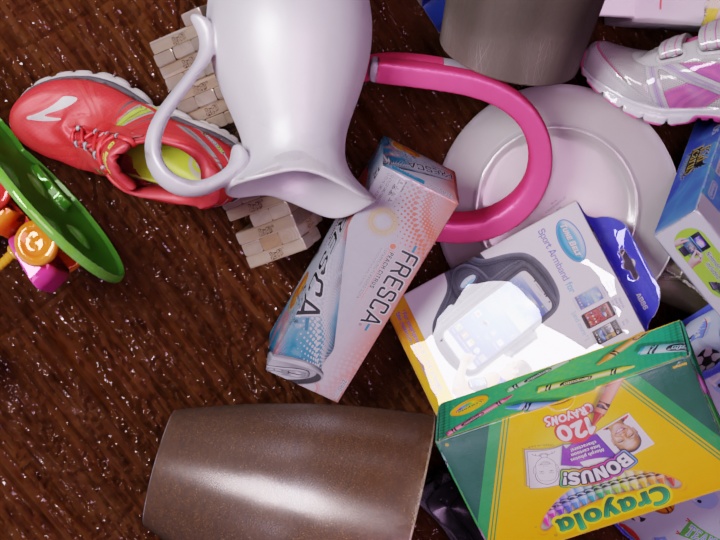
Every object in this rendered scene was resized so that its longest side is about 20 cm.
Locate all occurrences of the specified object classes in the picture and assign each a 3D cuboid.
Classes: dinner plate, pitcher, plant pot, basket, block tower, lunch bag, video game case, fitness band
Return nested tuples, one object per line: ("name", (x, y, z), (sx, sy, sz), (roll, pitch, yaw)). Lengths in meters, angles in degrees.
("dinner plate", (0.158, -0.050, 1.301), (0.199, 0.024, 0.201), (1, 95, 8))
("pitcher", (-0.073, -0.145, 1.164), (0.171, 0.121, 0.201), (3, 78, -26))
("plant pot", (-0.061, 0.178, 1.246), (0.199, 0.187, 0.188), (14, 92, 0))
("basket", (0.135, -0.253, 1.212), (0.136, 0.180, 0.200), (2, 123, -18))
("block tower", (-0.096, -0.106, 1.255), (0.058, 0.054, 0.200), (-19, 100, 22))
("lunch bag", (0.271, 0.142, 1.318), (0.170, 0.124, 0.200), (45, 120, -12))
("video game case", (0.323, -0.019, 1.289), (0.045, 0.200, 0.181), (-32, 105, 34))
("fitness band", (0.050, -0.094, 1.256), (0.199, 0.037, 0.144), (9, 113, -2))

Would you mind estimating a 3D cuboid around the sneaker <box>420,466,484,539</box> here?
("sneaker", (0.095, 0.147, 1.311), (0.113, 0.075, 0.201), (-14, 96, -9))

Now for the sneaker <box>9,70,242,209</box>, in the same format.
("sneaker", (-0.179, -0.097, 1.209), (0.199, 0.085, 0.077), (16, 110, 13))

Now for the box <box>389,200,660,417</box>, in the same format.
("box", (0.132, 0.034, 1.265), (0.200, 0.041, 0.119), (-30, 73, 12))

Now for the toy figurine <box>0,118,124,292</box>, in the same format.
("toy figurine", (-0.309, -0.009, 1.207), (0.184, 0.150, 0.200), (-41, 79, 5))

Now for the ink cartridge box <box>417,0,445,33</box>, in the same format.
("ink cartridge box", (0.050, -0.299, 1.283), (0.099, 0.039, 0.200), (-37, 101, -6))

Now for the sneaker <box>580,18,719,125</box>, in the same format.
("sneaker", (0.276, -0.163, 1.280), (0.199, 0.081, 0.088), (12, 119, 9))

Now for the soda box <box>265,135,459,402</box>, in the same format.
("soda box", (0.000, 0.000, 1.250), (0.068, 0.064, 0.200), (25, 113, -11))

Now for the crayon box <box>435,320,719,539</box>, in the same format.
("crayon box", (0.170, 0.130, 1.212), (0.200, 0.058, 0.119), (-21, 113, 14))

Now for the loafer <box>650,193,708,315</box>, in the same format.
("loafer", (0.264, 0.000, 1.340), (0.070, 0.075, 0.200), (-42, 92, 6))

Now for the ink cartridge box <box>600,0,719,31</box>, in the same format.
("ink cartridge box", (0.268, -0.256, 1.314), (0.199, 0.067, 0.117), (2, 95, -12))
